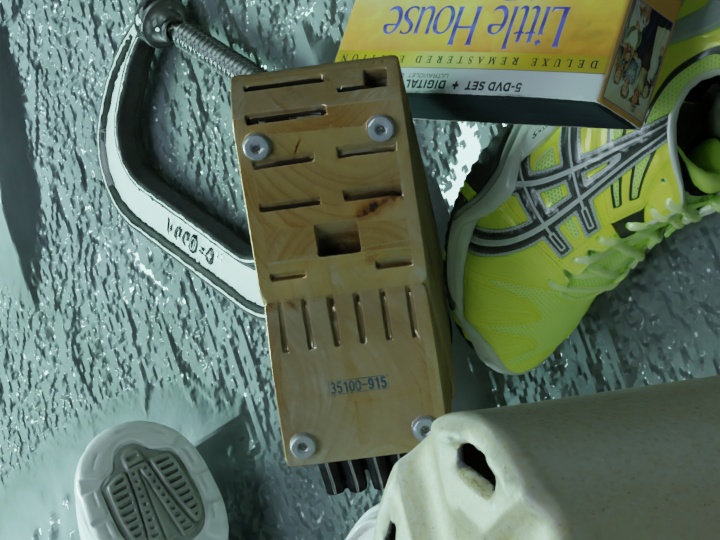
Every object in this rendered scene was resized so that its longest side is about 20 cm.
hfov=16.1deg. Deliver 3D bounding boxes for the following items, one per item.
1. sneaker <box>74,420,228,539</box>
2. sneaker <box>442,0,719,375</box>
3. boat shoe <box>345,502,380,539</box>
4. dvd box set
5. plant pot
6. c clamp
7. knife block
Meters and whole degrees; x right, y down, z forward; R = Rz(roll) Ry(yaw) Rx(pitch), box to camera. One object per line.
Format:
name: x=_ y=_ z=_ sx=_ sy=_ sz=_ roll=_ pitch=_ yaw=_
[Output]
sneaker: x=-0.079 y=0.169 z=1.204 sx=0.201 sy=0.078 sz=0.099 roll=69 pitch=162 yaw=5
sneaker: x=0.095 y=-0.034 z=0.969 sx=0.076 sy=0.075 sz=0.200 roll=49 pitch=129 yaw=34
boat shoe: x=-0.018 y=0.195 z=1.106 sx=0.071 sy=0.069 sz=0.201 roll=26 pitch=101 yaw=32
dvd box set: x=0.072 y=-0.151 z=0.951 sx=0.146 sy=0.029 sz=0.201 roll=8 pitch=75 yaw=48
plant pot: x=0.110 y=0.115 z=0.852 sx=0.200 sy=0.183 sz=0.201 roll=-179 pitch=90 yaw=-65
c clamp: x=-0.055 y=-0.069 z=1.172 sx=0.200 sy=0.027 sz=0.171 roll=28 pitch=120 yaw=41
knife block: x=0.000 y=0.000 z=1.009 sx=0.176 sy=0.064 sz=0.201 roll=-84 pitch=-14 yaw=-72
